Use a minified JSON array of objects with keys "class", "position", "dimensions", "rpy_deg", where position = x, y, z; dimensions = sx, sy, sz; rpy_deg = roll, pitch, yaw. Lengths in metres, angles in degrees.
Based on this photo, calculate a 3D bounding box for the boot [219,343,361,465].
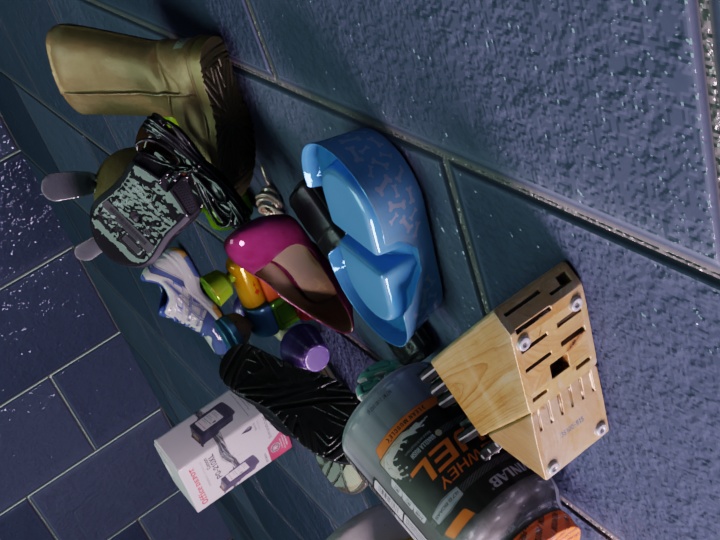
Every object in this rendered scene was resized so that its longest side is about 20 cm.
[{"class":"boot","position":[-0.054,0.159,1.137],"dimensions":[0.199,0.077,0.168],"rpy_deg":[27,169,21]}]

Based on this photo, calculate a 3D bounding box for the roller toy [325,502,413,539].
[{"class":"roller toy","position":[0.028,0.393,1.261],"dimensions":[0.140,0.200,0.182],"rpy_deg":[47,-166,28]}]

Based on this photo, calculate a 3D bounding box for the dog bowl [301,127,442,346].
[{"class":"dog bowl","position":[0.014,-0.029,0.826],"dimensions":[0.111,0.049,0.201],"rpy_deg":[39,155,43]}]

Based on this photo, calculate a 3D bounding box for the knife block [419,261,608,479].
[{"class":"knife block","position":[0.094,0.062,0.745],"dimensions":[0.175,0.064,0.201],"rpy_deg":[33,150,49]}]

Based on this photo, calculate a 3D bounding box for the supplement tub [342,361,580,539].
[{"class":"supplement tub","position":[0.086,0.184,0.872],"dimensions":[0.200,0.122,0.123],"rpy_deg":[44,157,33]}]

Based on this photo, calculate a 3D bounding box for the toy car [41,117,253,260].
[{"class":"toy car","position":[-0.250,-0.099,1.136],"dimensions":[0.158,0.199,0.165],"rpy_deg":[29,147,54]}]

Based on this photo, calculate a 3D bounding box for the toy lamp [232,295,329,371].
[{"class":"toy lamp","position":[-0.099,0.075,1.263],"dimensions":[0.200,0.058,0.058],"rpy_deg":[29,147,54]}]

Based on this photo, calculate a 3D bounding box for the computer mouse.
[{"class":"computer mouse","position":[-0.200,-0.070,1.025],"dimensions":[0.139,0.053,0.200],"rpy_deg":[49,132,-12]}]

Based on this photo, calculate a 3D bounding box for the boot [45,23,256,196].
[{"class":"boot","position":[-0.210,-0.165,1.026],"dimensions":[0.199,0.066,0.176],"rpy_deg":[8,122,29]}]

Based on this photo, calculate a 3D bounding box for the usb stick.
[{"class":"usb stick","position":[0.000,0.000,0.934],"dimensions":[0.201,0.033,0.055],"rpy_deg":[55,155,7]}]

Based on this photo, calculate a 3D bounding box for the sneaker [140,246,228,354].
[{"class":"sneaker","position":[-0.288,0.063,1.669],"dimensions":[0.201,0.088,0.075],"rpy_deg":[60,159,-13]}]

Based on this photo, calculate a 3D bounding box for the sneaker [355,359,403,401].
[{"class":"sneaker","position":[0.063,0.186,1.008],"dimensions":[0.091,0.077,0.201],"rpy_deg":[76,171,-61]}]

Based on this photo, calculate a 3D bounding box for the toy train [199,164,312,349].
[{"class":"toy train","position":[-0.126,-0.008,1.103],"dimensions":[0.085,0.115,0.201],"rpy_deg":[36,152,46]}]

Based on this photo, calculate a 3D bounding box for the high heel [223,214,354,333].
[{"class":"high heel","position":[-0.058,0.007,0.958],"dimensions":[0.096,0.067,0.200],"rpy_deg":[59,-163,18]}]

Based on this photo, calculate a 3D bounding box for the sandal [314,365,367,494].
[{"class":"sandal","position":[-0.029,0.176,1.252],"dimensions":[0.080,0.057,0.202],"rpy_deg":[-43,58,34]}]

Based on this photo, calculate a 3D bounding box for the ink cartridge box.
[{"class":"ink cartridge box","position":[-0.228,0.291,1.704],"dimensions":[0.084,0.199,0.145],"rpy_deg":[43,157,35]}]
